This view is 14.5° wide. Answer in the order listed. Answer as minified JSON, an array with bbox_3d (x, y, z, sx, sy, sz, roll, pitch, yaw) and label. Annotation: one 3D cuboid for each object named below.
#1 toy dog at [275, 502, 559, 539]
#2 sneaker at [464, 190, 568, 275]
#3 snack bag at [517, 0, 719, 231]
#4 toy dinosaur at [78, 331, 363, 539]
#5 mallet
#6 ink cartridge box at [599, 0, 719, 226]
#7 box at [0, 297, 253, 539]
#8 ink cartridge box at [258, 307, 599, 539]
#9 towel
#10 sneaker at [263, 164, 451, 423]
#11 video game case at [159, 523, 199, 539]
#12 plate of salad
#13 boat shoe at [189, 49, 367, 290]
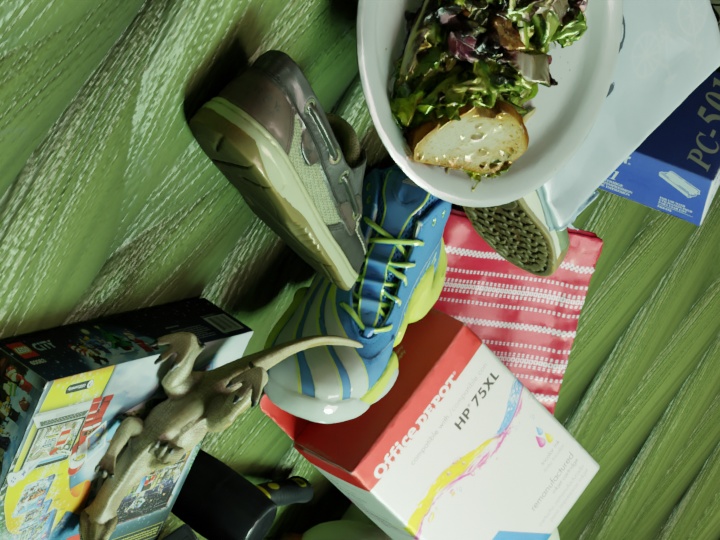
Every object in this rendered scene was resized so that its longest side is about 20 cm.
[{"bbox_3d":[0.031,0.190,1.846,0.200,0.139,0.195,-35,150,-40],"label":"toy dog"},{"bbox_3d":[0.100,-0.078,1.658,0.090,0.067,0.200,-56,151,-15],"label":"sneaker"},{"bbox_3d":[0.129,-0.153,1.591,0.189,0.021,0.201,-45,124,-33],"label":"snack bag"},{"bbox_3d":[-0.082,0.067,1.444,0.200,0.058,0.101,-40,169,-21],"label":"toy dinosaur"},{"bbox_3d":[-0.071,0.129,1.681,0.041,0.066,0.200,-57,174,6],"label":"mallet"},{"bbox_3d":[0.204,-0.121,1.761,0.044,0.094,0.200,99,15,-48],"label":"ink cartridge box"},{"bbox_3d":[-0.144,0.091,1.447,0.200,0.038,0.137,-12,131,-62],"label":"box"},{"bbox_3d":[0.043,0.101,1.707,0.116,0.067,0.200,-53,127,-11],"label":"ink cartridge box"},{"bbox_3d":[0.078,0.063,1.779,0.144,0.022,0.201,10,96,-40],"label":"towel"},{"bbox_3d":[0.000,0.000,1.578,0.200,0.075,0.106,-58,162,-57],"label":"sneaker"},{"bbox_3d":[-0.133,0.222,1.625,0.143,0.019,0.200,-34,154,-5],"label":"video game case"},{"bbox_3d":[0.078,-0.132,1.494,0.199,0.048,0.201,-9,103,-40],"label":"plate of salad"},{"bbox_3d":[-0.026,-0.051,1.456,0.066,0.072,0.201,-49,154,-5],"label":"boat shoe"}]
